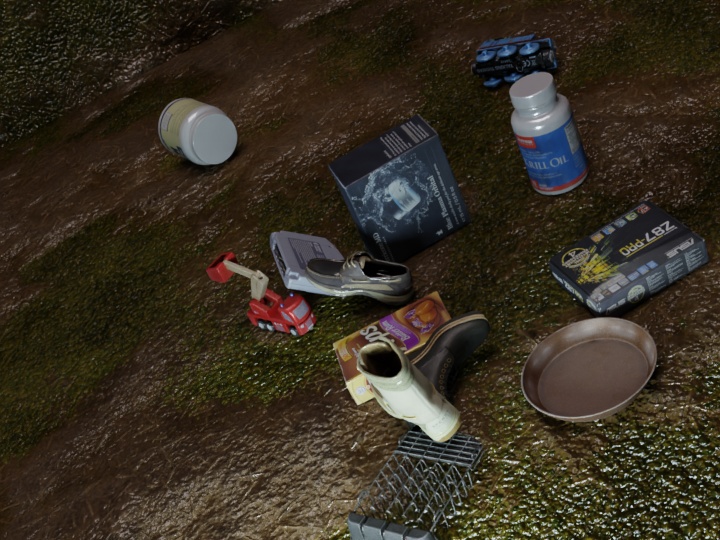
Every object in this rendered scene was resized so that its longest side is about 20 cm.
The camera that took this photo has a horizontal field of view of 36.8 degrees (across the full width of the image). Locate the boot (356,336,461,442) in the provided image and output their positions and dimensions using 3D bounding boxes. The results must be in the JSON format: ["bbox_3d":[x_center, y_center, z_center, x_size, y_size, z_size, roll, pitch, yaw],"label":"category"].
[{"bbox_3d":[0.045,0.152,1.540,0.072,0.155,0.199,-48,32,-8],"label":"boot"}]

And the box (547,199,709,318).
[{"bbox_3d":[0.417,-0.016,1.694,0.198,0.050,0.162,-30,35,-5],"label":"box"}]

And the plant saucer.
[{"bbox_3d":[0.328,0.146,1.542,0.197,0.035,0.202,-20,33,13],"label":"plant saucer"}]

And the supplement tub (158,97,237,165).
[{"bbox_3d":[-0.405,-0.345,2.697,0.144,0.146,0.199,-38,33,-18],"label":"supplement tub"}]

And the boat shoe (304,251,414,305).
[{"bbox_3d":[0.000,0.000,1.896,0.196,0.074,0.075,9,39,5],"label":"boat shoe"}]

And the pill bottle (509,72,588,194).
[{"bbox_3d":[0.334,-0.248,1.944,0.110,0.202,0.113,-19,32,12],"label":"pill bottle"}]

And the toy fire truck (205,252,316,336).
[{"bbox_3d":[-0.181,0.042,1.972,0.198,0.142,0.049,8,45,44],"label":"toy fire truck"}]

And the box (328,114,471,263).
[{"bbox_3d":[0.074,-0.142,1.993,0.198,0.199,0.118,-29,32,-3],"label":"box"}]

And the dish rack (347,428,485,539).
[{"bbox_3d":[0.082,0.303,1.486,0.151,0.055,0.201,4,42,38],"label":"dish rack"}]

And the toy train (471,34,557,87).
[{"bbox_3d":[0.341,-0.467,2.370,0.197,0.088,0.115,-4,32,34],"label":"toy train"}]

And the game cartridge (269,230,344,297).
[{"bbox_3d":[-0.090,-0.012,2.015,0.130,0.042,0.201,6,25,-18],"label":"game cartridge"}]

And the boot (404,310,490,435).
[{"bbox_3d":[0.135,0.164,1.636,0.199,0.078,0.139,-40,35,5],"label":"boot"}]

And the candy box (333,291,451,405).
[{"bbox_3d":[0.061,0.125,1.754,0.197,0.057,0.117,-28,32,2],"label":"candy box"}]
